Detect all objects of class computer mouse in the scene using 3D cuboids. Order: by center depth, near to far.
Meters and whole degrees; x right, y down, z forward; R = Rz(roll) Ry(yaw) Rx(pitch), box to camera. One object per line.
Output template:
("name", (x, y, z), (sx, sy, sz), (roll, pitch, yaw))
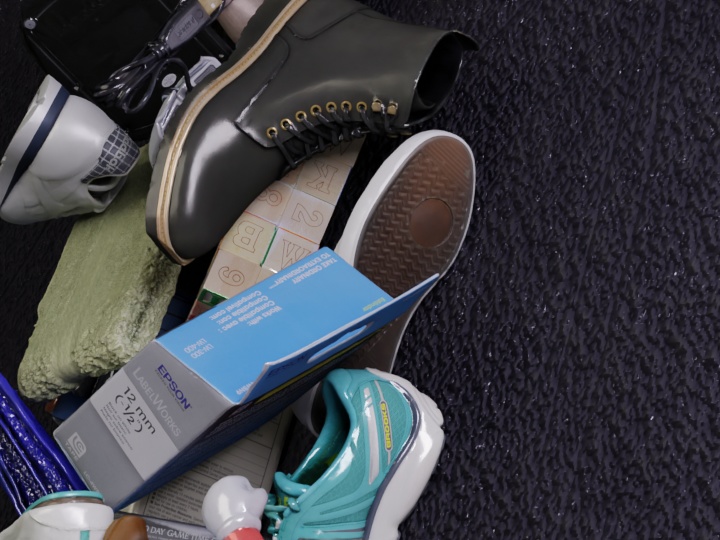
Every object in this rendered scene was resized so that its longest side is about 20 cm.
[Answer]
("computer mouse", (-0.113, -0.097, 1.696), (0.110, 0.044, 0.200), (-57, -21, -23))

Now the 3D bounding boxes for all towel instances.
("towel", (-0.157, -0.009, 1.812), (0.148, 0.036, 0.200), (-23, 40, 50))
("towel", (-0.221, 0.125, 1.819), (0.050, 0.148, 0.200), (-32, -10, -6))

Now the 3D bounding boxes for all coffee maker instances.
("coffee maker", (-0.166, -0.220, 1.857), (0.135, 0.192, 0.200), (-14, 36, 5))

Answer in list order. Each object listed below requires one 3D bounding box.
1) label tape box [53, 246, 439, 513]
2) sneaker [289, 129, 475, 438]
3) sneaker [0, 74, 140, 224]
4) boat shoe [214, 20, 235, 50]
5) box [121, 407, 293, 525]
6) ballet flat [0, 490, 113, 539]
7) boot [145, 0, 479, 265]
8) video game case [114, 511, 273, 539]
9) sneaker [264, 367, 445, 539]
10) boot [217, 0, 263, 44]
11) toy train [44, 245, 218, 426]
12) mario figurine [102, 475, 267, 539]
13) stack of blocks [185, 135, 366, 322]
("label tape box", (-0.066, 0.049, 1.533), (0.143, 0.066, 0.200), (-29, -10, -41))
("sneaker", (0.000, 0.000, 1.651), (0.200, 0.073, 0.085), (-64, 29, 5))
("sneaker", (-0.203, -0.064, 1.842), (0.076, 0.080, 0.200), (-67, 7, -16))
("boat shoe", (-0.072, -0.169, 1.938), (0.068, 0.075, 0.200), (-59, 19, 26))
("box", (-0.119, 0.152, 1.721), (0.078, 0.095, 0.200), (-13, 55, 59))
("ballet flat", (-0.192, 0.180, 1.594), (0.200, 0.069, 0.070), (143, 144, -63))
("boot", (-0.031, -0.083, 1.630), (0.138, 0.077, 0.200), (17, 71, 35))
("video game case", (-0.121, 0.248, 1.615), (0.019, 0.143, 0.200), (60, -139, -67))
("sneaker", (-0.026, 0.150, 1.567), (0.077, 0.080, 0.200), (14, 82, 63))
("boot", (-0.050, -0.225, 1.838), (0.070, 0.146, 0.200), (-30, 40, 36))
("toy train", (-0.157, 0.027, 1.910), (0.114, 0.087, 0.200), (20, 86, 58))
("mario figurine", (-0.044, 0.188, 1.504), (0.200, 0.123, 0.106), (10, 61, 20))
("stack of blocks", (-0.046, -0.047, 1.747), (0.115, 0.059, 0.200), (122, 171, -70))
